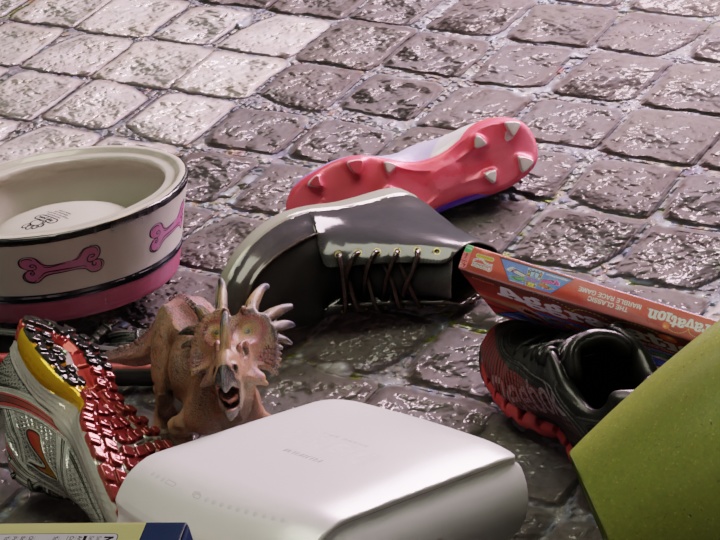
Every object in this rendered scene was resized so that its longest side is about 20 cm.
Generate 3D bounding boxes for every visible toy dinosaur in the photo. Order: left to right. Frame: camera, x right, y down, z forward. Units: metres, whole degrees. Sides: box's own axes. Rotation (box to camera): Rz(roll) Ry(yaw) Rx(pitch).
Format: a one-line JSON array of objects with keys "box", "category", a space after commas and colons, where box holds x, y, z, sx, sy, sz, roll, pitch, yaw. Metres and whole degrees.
[{"box": [-0.099, 0.054, 1.348, 0.085, 0.137, 0.199, -26, 34, -27], "category": "toy dinosaur"}]

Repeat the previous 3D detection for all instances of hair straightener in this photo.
[{"box": [-0.176, 0.050, 1.468, 0.198, 0.041, 0.077, -5, 31, 7], "category": "hair straightener"}]

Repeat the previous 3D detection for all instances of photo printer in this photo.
[{"box": [-0.028, 0.135, 1.204, 0.165, 0.070, 0.199, 14, 19, 41], "category": "photo printer"}]

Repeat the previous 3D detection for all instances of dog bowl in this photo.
[{"box": [-0.218, -0.026, 1.549, 0.198, 0.075, 0.200, -6, 21, 2], "category": "dog bowl"}]

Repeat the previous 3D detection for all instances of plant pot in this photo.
[{"box": [0.223, 0.102, 1.171, 0.198, 0.188, 0.188, -23, 31, 2], "category": "plant pot"}]

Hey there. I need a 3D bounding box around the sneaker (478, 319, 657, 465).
[{"box": [0.133, 0.066, 1.308, 0.070, 0.099, 0.200, -21, 31, -17], "category": "sneaker"}]

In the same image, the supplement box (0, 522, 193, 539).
[{"box": [-0.172, 0.237, 0.997, 0.198, 0.202, 0.135, -2, 30, 12], "category": "supplement box"}]

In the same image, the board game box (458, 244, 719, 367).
[{"box": [0.165, 0.034, 1.331, 0.198, 0.103, 0.020, 18, 77, 23], "category": "board game box"}]

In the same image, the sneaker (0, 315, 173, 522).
[{"box": [-0.173, 0.118, 1.335, 0.077, 0.082, 0.200, 16, 25, -43], "category": "sneaker"}]

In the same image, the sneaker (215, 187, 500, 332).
[{"box": [0.000, 0.000, 1.464, 0.199, 0.075, 0.106, -26, 35, -36], "category": "sneaker"}]

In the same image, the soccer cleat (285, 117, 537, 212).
[{"box": [0.039, -0.067, 1.603, 0.198, 0.067, 0.076, -19, 0, -6], "category": "soccer cleat"}]
